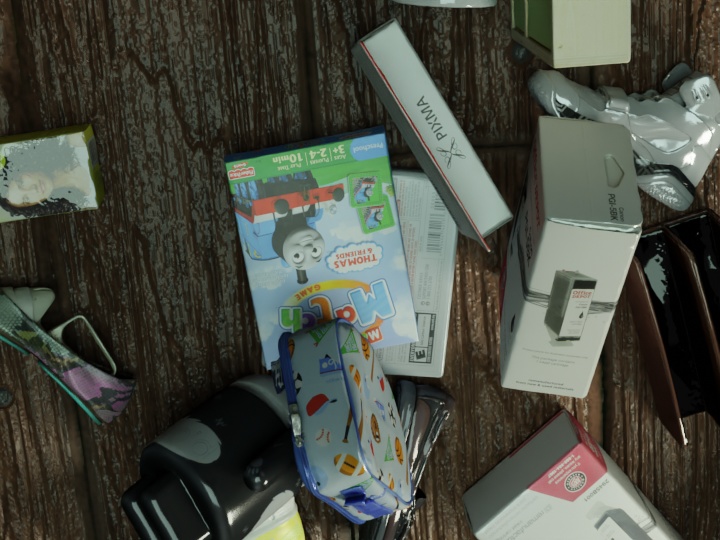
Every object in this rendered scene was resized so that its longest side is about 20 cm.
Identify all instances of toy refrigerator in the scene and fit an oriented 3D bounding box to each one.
[{"bbox_3d":[0.168,-0.223,1.071,0.069,0.200,0.077,-4,108,-1],"label":"toy refrigerator"}]

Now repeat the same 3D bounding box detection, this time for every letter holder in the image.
[{"bbox_3d":[0.323,0.066,1.193,0.099,0.142,0.203,-17,107,2],"label":"letter holder"}]

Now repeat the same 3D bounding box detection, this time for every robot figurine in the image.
[{"bbox_3d":[-0.122,0.184,1.183,0.149,0.199,0.126,27,135,31],"label":"robot figurine"}]

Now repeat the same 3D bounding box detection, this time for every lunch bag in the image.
[{"bbox_3d":[-0.013,0.140,1.130,0.074,0.200,0.163,-16,66,12],"label":"lunch bag"}]

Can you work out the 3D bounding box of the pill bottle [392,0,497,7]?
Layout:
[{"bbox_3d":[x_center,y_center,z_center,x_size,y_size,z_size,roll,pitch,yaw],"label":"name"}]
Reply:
[{"bbox_3d":[0.077,-0.329,1.079,0.112,0.114,0.204,2,106,-4],"label":"pill bottle"}]

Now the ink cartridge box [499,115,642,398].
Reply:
[{"bbox_3d":[0.178,-0.012,1.123,0.081,0.148,0.202,7,132,-1],"label":"ink cartridge box"}]

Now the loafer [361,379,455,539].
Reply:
[{"bbox_3d":[0.046,0.210,1.260,0.062,0.072,0.203,9,103,-10],"label":"loafer"}]

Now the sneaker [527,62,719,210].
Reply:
[{"bbox_3d":[0.252,-0.151,1.164,0.199,0.075,0.116,33,101,-17],"label":"sneaker"}]

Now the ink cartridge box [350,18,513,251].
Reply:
[{"bbox_3d":[0.063,-0.118,1.094,0.044,0.176,0.202,-32,98,1],"label":"ink cartridge box"}]

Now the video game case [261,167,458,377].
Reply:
[{"bbox_3d":[0.000,0.000,1.220,0.179,0.023,0.203,4,107,-4],"label":"video game case"}]

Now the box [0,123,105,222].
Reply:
[{"bbox_3d":[-0.338,-0.082,1.162,0.196,0.050,0.077,-10,107,0],"label":"box"}]

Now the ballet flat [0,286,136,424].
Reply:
[{"bbox_3d":[-0.294,0.063,1.205,0.200,0.069,0.071,42,82,-17],"label":"ballet flat"}]

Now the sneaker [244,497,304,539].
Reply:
[{"bbox_3d":[-0.142,0.291,1.269,0.197,0.078,0.091,-24,113,6],"label":"sneaker"}]

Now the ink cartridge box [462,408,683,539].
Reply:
[{"bbox_3d":[0.220,0.266,1.277,0.145,0.085,0.200,-41,106,9],"label":"ink cartridge box"}]

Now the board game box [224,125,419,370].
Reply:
[{"bbox_3d":[-0.034,-0.019,1.181,0.149,0.037,0.203,-11,108,0],"label":"board game box"}]
